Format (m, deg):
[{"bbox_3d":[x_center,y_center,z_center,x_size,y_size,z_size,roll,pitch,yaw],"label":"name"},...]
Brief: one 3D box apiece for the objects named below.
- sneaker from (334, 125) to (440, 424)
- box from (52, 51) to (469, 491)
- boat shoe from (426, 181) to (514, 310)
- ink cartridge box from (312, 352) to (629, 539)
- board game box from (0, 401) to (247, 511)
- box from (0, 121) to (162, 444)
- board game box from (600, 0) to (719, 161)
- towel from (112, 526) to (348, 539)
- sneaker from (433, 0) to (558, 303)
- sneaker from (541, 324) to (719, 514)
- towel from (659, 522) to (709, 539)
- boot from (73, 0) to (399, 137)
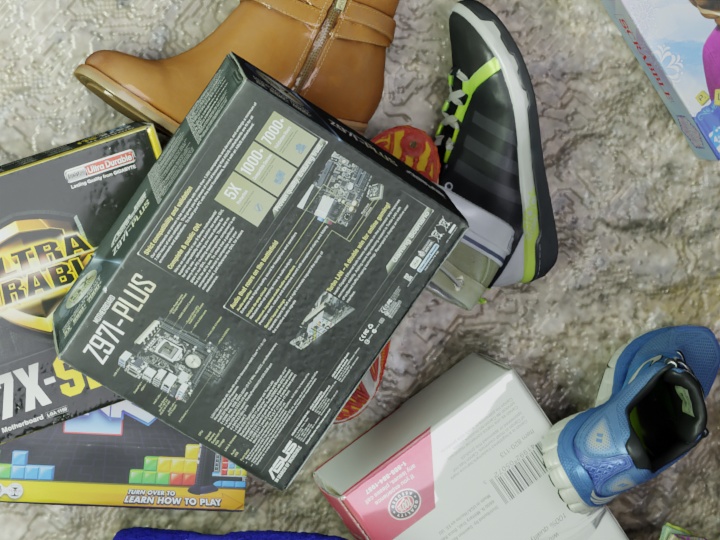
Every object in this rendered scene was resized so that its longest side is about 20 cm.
[{"bbox_3d":[0.000,0.000,1.594,0.073,0.077,0.200,19,91,0],"label":"sneaker"},{"bbox_3d":[-0.062,0.001,1.446,0.164,0.086,0.200,31,99,-17],"label":"box"},{"bbox_3d":[0.001,-0.039,1.518,0.200,0.072,0.062,25,80,-11],"label":"boat shoe"},{"bbox_3d":[0.086,0.179,1.631,0.146,0.083,0.200,-36,105,-9],"label":"ink cartridge box"},{"bbox_3d":[-0.168,0.067,1.564,0.200,0.057,0.165,3,97,-16],"label":"board game box"},{"bbox_3d":[-0.201,0.014,1.497,0.200,0.049,0.160,-19,102,-13],"label":"box"},{"bbox_3d":[0.263,-0.212,1.656,0.200,0.041,0.200,-37,104,-9],"label":"board game box"},{"bbox_3d":[-0.076,0.238,1.545,0.050,0.200,0.148,-24,106,-51],"label":"towel"},{"bbox_3d":[0.074,-0.076,1.605,0.083,0.072,0.200,-14,99,-10],"label":"sneaker"},{"bbox_3d":[0.202,0.093,1.617,0.079,0.089,0.200,60,38,-11],"label":"sneaker"},{"bbox_3d":[0.220,0.248,1.651,0.200,0.023,0.144,23,93,-56],"label":"towel"},{"bbox_3d":[-0.074,-0.150,1.558,0.200,0.074,0.155,19,92,-29],"label":"boot"}]
